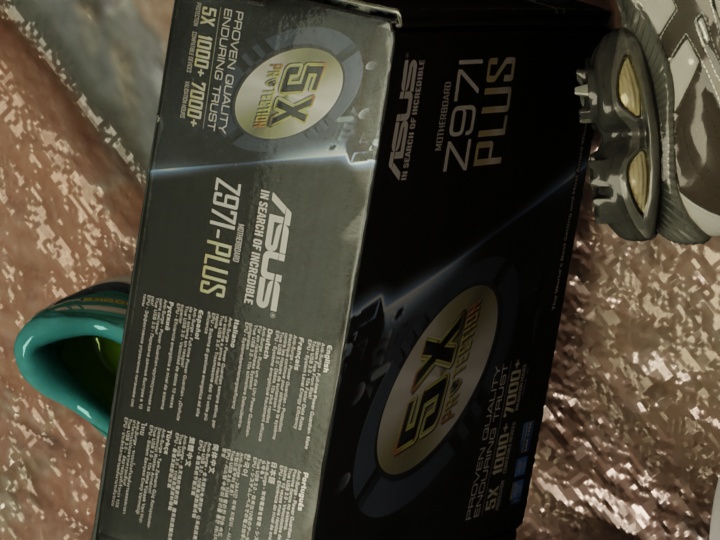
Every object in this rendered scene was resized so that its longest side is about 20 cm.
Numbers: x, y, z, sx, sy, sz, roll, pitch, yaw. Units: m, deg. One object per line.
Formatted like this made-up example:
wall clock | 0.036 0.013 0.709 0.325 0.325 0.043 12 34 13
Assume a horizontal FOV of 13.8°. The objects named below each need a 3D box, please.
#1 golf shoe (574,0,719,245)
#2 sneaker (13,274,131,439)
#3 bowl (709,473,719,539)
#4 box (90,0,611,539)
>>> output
golf shoe | 0.115 -0.109 0.985 0.094 0.078 0.200 -4 102 10
sneaker | -0.051 0.070 1.161 0.200 0.080 0.078 28 109 23
bowl | 0.187 0.083 0.927 0.090 0.201 0.201 -165 54 -73
box | 0.000 0.000 1.014 0.086 0.164 0.200 15 101 28
